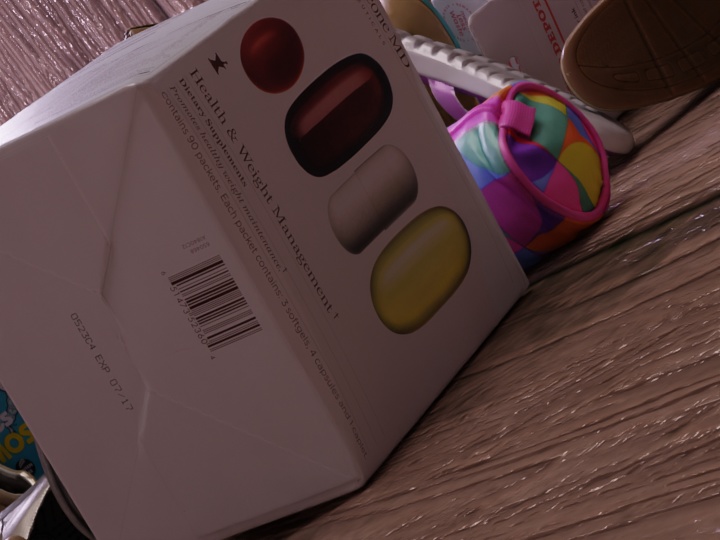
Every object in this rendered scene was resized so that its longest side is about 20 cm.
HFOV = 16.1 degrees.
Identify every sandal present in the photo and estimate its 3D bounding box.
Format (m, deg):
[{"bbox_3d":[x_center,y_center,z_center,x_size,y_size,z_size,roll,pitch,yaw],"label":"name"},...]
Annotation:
[{"bbox_3d":[0.068,-0.089,1.402,0.082,0.203,0.050,8,-75,-48],"label":"sandal"}]

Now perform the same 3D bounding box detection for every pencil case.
[{"bbox_3d":[0.031,-0.016,1.260,0.200,0.088,0.088,-34,7,35],"label":"pencil case"}]

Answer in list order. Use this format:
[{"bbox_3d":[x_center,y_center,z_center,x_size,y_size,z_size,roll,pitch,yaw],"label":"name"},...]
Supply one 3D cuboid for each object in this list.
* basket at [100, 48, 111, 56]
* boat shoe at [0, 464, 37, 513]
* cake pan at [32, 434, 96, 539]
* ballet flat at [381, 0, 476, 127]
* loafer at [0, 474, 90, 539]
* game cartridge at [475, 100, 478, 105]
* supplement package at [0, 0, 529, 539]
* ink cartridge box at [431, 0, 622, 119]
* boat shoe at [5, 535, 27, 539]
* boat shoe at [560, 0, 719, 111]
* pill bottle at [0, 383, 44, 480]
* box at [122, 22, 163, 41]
[{"bbox_3d":[-0.077,-0.015,1.465,0.149,0.200,0.143,15,71,34],"label":"basket"},{"bbox_3d":[-0.248,0.119,1.417,0.200,0.069,0.075,16,32,25],"label":"boat shoe"},{"bbox_3d":[-0.105,0.036,1.249,0.037,0.201,0.200,-2,19,20],"label":"cake pan"},{"bbox_3d":[0.038,-0.087,1.531,0.063,0.069,0.200,-51,-35,-20],"label":"ballet flat"},{"bbox_3d":[-0.125,0.111,1.335,0.200,0.075,0.070,-51,16,-27],"label":"loafer"},{"bbox_3d":[-0.011,-0.078,1.667,0.200,0.032,0.176,-24,-30,-5],"label":"game cartridge"},{"bbox_3d":[-0.057,-0.011,1.118,0.147,0.191,0.200,-22,14,32],"label":"supplement package"},{"bbox_3d":[0.119,-0.146,1.536,0.068,0.115,0.200,-5,28,45],"label":"ink cartridge box"},{"bbox_3d":[-0.184,0.162,1.202,0.072,0.076,0.200,-42,6,-38],"label":"boat shoe"},{"bbox_3d":[0.189,-0.142,1.391,0.200,0.072,0.072,-35,-3,-18],"label":"boat shoe"},{"bbox_3d":[-0.200,0.066,1.466,0.111,0.200,0.111,-38,5,4],"label":"pill bottle"},{"bbox_3d":[-0.074,-0.105,1.618,0.200,0.021,0.164,-12,-34,-30],"label":"box"}]
